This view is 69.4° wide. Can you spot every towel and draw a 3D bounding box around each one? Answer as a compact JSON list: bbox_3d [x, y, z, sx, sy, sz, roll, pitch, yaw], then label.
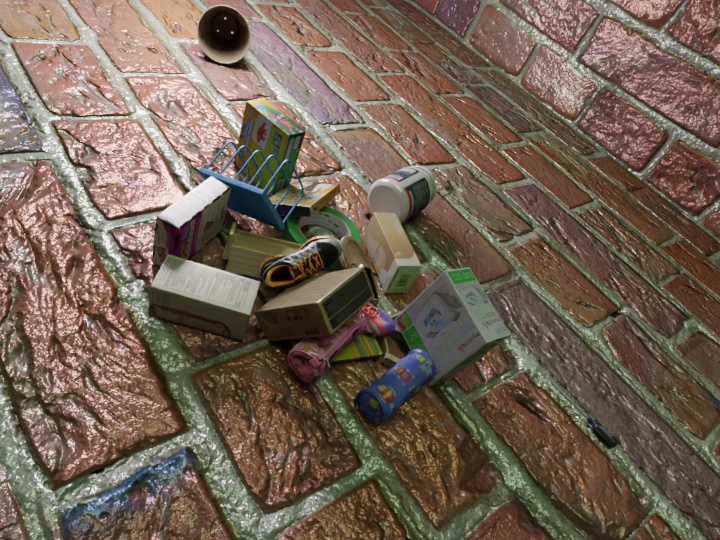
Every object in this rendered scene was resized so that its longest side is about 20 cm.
[{"bbox_3d":[-0.052,0.166,1.140,0.197,0.018,0.087,-2,43,-28],"label":"towel"}]

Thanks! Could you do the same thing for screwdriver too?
[{"bbox_3d":[0.533,0.338,1.247,0.029,0.028,0.201,-32,67,-13],"label":"screwdriver"}]

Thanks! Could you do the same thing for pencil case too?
[{"bbox_3d":[0.075,0.239,1.074,0.078,0.088,0.199,39,41,22],"label":"pencil case"},{"bbox_3d":[-0.064,0.145,1.079,0.086,0.084,0.200,31,38,14],"label":"pencil case"}]

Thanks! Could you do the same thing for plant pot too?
[{"bbox_3d":[-0.494,-0.873,1.897,0.185,0.189,0.201,9,29,-18],"label":"plant pot"}]

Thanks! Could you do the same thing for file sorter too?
[{"bbox_3d":[-0.256,-0.212,1.262,0.198,0.139,0.124,22,68,25],"label":"file sorter"}]

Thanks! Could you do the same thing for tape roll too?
[{"bbox_3d":[-0.099,-0.090,1.358,0.198,0.048,0.202,15,42,-13],"label":"tape roll"}]

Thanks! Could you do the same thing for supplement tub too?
[{"bbox_3d":[0.127,-0.226,1.546,0.140,0.141,0.199,40,42,17],"label":"supplement tub"}]

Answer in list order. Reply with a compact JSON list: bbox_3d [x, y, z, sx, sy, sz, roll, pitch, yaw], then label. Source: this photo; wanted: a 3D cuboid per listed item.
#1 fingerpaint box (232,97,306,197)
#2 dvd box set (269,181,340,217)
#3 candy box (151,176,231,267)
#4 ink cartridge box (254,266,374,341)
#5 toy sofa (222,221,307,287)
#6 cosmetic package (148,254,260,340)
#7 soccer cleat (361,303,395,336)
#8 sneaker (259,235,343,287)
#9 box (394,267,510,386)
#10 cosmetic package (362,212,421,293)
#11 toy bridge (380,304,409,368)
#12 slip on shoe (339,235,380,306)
[{"bbox_3d":[-0.251,-0.334,1.419,0.166,0.201,0.073,39,41,17],"label":"fingerpaint box"},{"bbox_3d":[-0.156,-0.194,1.388,0.144,0.030,0.200,6,28,20],"label":"dvd box set"},{"bbox_3d":[-0.376,-0.105,1.163,0.060,0.137,0.201,29,40,4],"label":"candy box"},{"bbox_3d":[-0.095,0.070,1.082,0.164,0.198,0.076,-36,109,-46],"label":"ink cartridge box"},{"bbox_3d":[-0.219,-0.035,1.220,0.197,0.099,0.083,13,23,-13],"label":"toy sofa"},{"bbox_3d":[-0.316,0.056,1.062,0.197,0.088,0.104,18,40,-8],"label":"cosmetic package"},{"bbox_3d":[-0.009,0.082,1.186,0.198,0.077,0.067,25,39,13],"label":"soccer cleat"},{"bbox_3d":[-0.130,-0.011,1.155,0.198,0.079,0.077,-24,23,1],"label":"sneaker"},{"bbox_3d":[0.198,0.124,1.145,0.096,0.200,0.178,-6,60,-41],"label":"box"},{"bbox_3d":[0.079,-0.048,1.365,0.070,0.106,0.201,1,45,-26],"label":"cosmetic package"},{"bbox_3d":[0.085,0.144,1.223,0.067,0.027,0.201,27,40,2],"label":"toy bridge"},{"bbox_3d":[0.000,0.000,1.262,0.075,0.061,0.203,4,61,-34],"label":"slip on shoe"}]
